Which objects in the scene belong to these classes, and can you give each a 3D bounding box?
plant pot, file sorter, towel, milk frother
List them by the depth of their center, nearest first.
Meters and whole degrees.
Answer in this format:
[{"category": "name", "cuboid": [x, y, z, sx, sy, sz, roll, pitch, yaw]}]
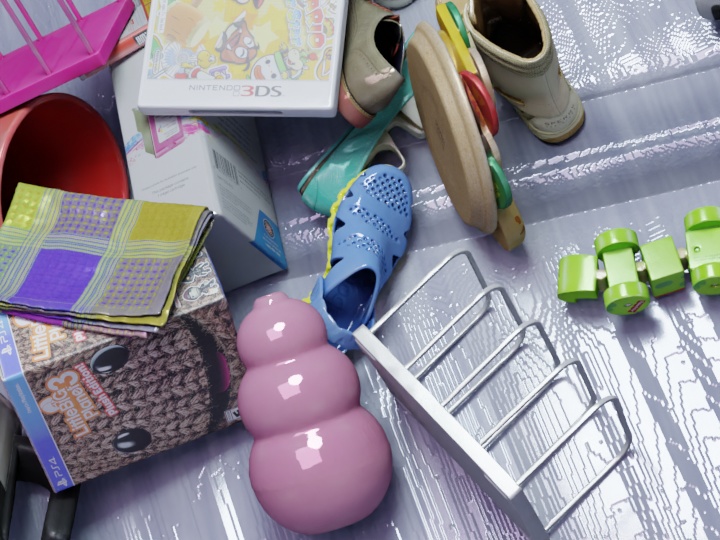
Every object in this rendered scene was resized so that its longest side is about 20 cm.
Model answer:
[{"category": "file sorter", "cuboid": [0.115, 0.102, 1.466, 0.124, 0.139, 0.200, -42, 61, -5]}, {"category": "towel", "cuboid": [-0.232, -0.013, 1.505, 0.198, 0.023, 0.144, 8, 52, 19]}, {"category": "milk frother", "cuboid": [-0.361, 0.240, 1.588, 0.201, 0.179, 0.189, -55, 20, 23]}, {"category": "file sorter", "cuboid": [-0.333, -0.229, 1.618, 0.198, 0.126, 0.139, -22, 26, 17]}, {"category": "plant pot", "cuboid": [-0.346, -0.064, 1.680, 0.176, 0.200, 0.203, -3, 67, 30]}]

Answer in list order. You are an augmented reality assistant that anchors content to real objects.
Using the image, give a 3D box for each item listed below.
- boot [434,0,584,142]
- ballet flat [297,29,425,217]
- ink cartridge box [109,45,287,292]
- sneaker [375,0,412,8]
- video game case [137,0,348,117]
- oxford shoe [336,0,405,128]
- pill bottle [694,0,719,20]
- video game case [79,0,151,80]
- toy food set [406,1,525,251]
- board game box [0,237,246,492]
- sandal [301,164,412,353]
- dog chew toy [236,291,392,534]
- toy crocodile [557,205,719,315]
[{"category": "boot", "cuboid": [0.119, -0.220, 1.586, 0.072, 0.156, 0.201, -35, 62, 2]}, {"category": "ballet flat", "cuboid": [0.023, -0.129, 1.644, 0.070, 0.067, 0.201, 36, 83, 4]}, {"category": "ink cartridge box", "cuboid": [-0.150, -0.099, 1.637, 0.084, 0.144, 0.202, -21, 63, 16]}, {"category": "sneaker", "cuboid": [0.066, -0.354, 1.692, 0.069, 0.100, 0.201, 27, 80, 25]}, {"category": "video game case", "cuboid": [-0.101, -0.234, 1.579, 0.180, 0.023, 0.202, 2, 72, 12]}, {"category": "oxford shoe", "cuboid": [0.010, -0.216, 1.614, 0.074, 0.070, 0.201, -33, 43, 25]}, {"category": "pill bottle", "cuboid": [0.395, -0.273, 1.536, 0.198, 0.111, 0.112, 4, 70, 21]}, {"category": "video game case", "cuboid": [-0.186, -0.254, 1.674, 0.199, 0.018, 0.143, -30, 24, 1]}, {"category": "toy food set", "cuboid": [0.090, -0.125, 1.537, 0.048, 0.199, 0.201, -18, 59, -4]}, {"category": "board game box", "cuboid": [-0.206, 0.078, 1.542, 0.198, 0.160, 0.097, -21, 46, -6]}, {"category": "sandal", "cuboid": [0.000, 0.000, 1.568, 0.079, 0.087, 0.202, 23, 80, -18]}, {"category": "dog chew toy", "cuboid": [-0.048, 0.117, 1.496, 0.123, 0.125, 0.202, -16, 94, 13]}, {"category": "toy crocodile", "cuboid": [0.263, -0.004, 1.506, 0.198, 0.062, 0.068, -13, 64, 9]}]
